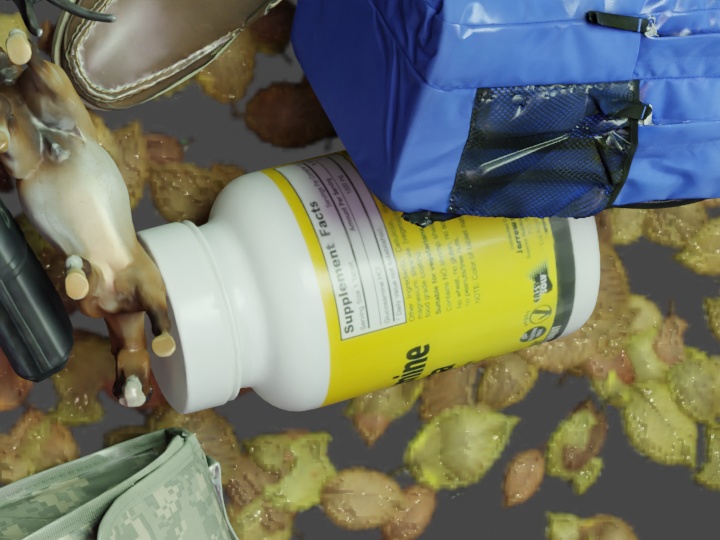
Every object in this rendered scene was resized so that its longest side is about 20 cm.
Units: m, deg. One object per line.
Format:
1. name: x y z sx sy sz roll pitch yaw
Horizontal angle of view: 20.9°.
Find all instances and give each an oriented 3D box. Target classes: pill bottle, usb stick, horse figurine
1. pill bottle: 0.000 0.000 0.904 0.200 0.112 0.113 -15 103 -18
2. usb stick: -0.175 -0.040 0.821 0.033 0.055 0.200 -24 118 1
3. horse figurine: -0.124 -0.032 0.814 0.050 0.133 0.200 -28 95 -4

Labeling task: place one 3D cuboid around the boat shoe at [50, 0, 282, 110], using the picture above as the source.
1. boat shoe: -0.055 -0.149 0.881 0.202 0.075 0.075 -45 110 -9

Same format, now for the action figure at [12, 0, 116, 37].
1. action figure: -0.166 -0.178 0.819 0.119 0.102 0.200 -18 82 -29

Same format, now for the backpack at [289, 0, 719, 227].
1. backpack: 0.097 -0.111 0.824 0.200 0.163 0.168 1 131 -23

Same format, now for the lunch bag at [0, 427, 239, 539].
1. lunch bag: -0.131 0.180 0.880 0.200 0.118 0.164 -24 105 -22
